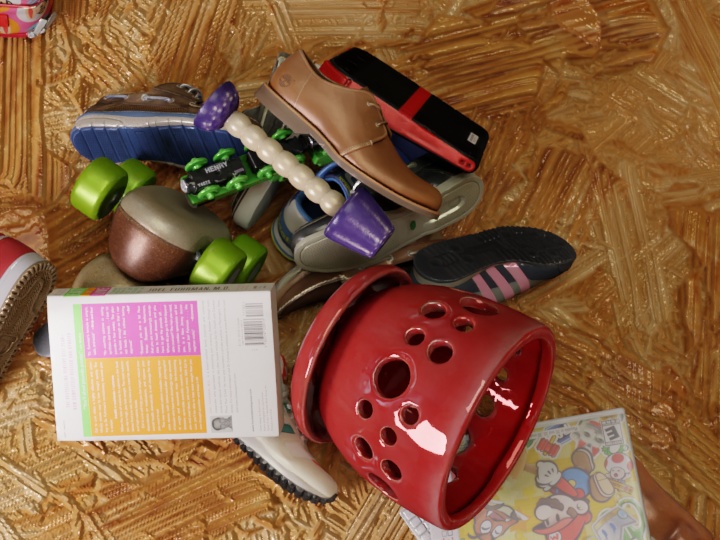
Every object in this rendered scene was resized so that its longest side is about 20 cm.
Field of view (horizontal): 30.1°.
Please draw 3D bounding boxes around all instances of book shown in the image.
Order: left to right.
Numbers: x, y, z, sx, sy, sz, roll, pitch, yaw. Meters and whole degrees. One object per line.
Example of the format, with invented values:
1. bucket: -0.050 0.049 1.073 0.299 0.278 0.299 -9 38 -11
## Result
1. book: -0.171 0.080 1.183 0.199 0.048 0.135 -1 105 6

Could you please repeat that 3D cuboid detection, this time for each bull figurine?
1. bull figurine: 0.249 0.230 1.284 0.200 0.065 0.121 42 74 8

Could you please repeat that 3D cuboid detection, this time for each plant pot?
1. plant pot: 0.053 0.103 1.203 0.182 0.201 0.201 27 67 27

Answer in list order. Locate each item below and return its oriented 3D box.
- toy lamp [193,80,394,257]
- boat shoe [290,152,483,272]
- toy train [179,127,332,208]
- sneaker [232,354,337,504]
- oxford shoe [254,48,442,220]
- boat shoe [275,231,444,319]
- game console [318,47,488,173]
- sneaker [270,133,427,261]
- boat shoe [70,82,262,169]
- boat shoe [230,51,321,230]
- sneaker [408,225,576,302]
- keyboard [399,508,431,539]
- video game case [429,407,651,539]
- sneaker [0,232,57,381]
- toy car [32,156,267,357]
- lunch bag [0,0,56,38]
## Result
1. toy lamp: -0.055 -0.087 1.192 0.200 0.058 0.058 41 70 1
2. boat shoe: 0.018 -0.057 1.273 0.199 0.072 0.068 -25 56 -19
3. toy train: -0.079 -0.104 1.253 0.199 0.056 0.042 -22 76 -23
4. sneaker: -0.084 0.130 1.255 0.200 0.070 0.093 39 76 7
5. oxford shoe: 0.002 -0.121 1.199 0.200 0.071 0.071 39 96 -2
6. boat shoe: 0.000 0.000 1.312 0.199 0.076 0.072 -29 81 -16
7. game console: 0.044 -0.158 1.321 0.176 0.200 0.031 34 107 -1
8. sneaker: 0.003 -0.082 1.335 0.200 0.082 0.074 -37 79 -20
9. boat shoe: -0.183 -0.147 1.306 0.199 0.072 0.073 6 53 14
10. boat shoe: -0.096 -0.132 1.345 0.063 0.071 0.201 23 62 -2
11. sneaker: 0.126 0.009 1.342 0.199 0.082 0.070 -9 41 -31
12. keyboard: 0.116 0.295 1.267 0.056 0.011 0.200 -33 80 -18
13. video game case: 0.162 0.230 1.237 0.199 0.023 0.183 -11 63 9
14. sneaker: -0.374 0.051 1.234 0.112 0.071 0.201 34 88 25
15. toy car: -0.215 0.021 1.259 0.164 0.158 0.201 34 98 6
16. lunch bag: -0.403 -0.306 1.339 0.199 0.082 0.177 3 72 -9
